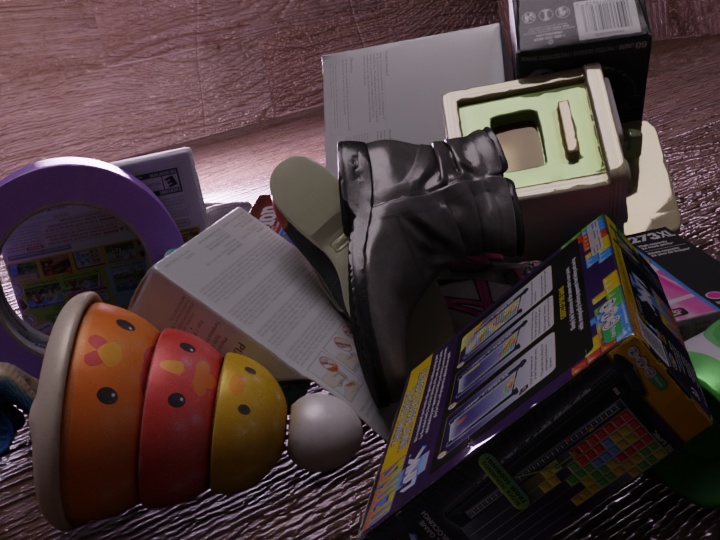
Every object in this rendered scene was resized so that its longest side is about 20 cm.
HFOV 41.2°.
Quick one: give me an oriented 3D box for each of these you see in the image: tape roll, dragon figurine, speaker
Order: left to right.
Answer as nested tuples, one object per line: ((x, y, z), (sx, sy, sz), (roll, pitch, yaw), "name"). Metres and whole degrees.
((-0.299, 0.118, 0.743), (0.198, 0.100, 0.059), (-31, 17, 2), "dragon figurine")
((-0.252, 0.005, 0.845), (0.197, 0.203, 0.066), (-15, 16, -14), "tape roll")
((0.240, 0.053, 0.520), (0.198, 0.090, 0.088), (-20, 17, -30), "speaker")

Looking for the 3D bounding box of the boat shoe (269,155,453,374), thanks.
((0.000, 0.000, 0.730), (0.071, 0.201, 0.063), (-37, -16, -12), "boat shoe")

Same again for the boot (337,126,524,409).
((0.054, -0.010, 0.664), (0.129, 0.203, 0.070), (-4, -19, -3), "boot")

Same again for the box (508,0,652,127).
((0.209, -0.192, 0.933), (0.120, 0.201, 0.108), (-5, 60, 9), "box")

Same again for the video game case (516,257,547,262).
((0.133, 0.007, 0.884), (0.179, 0.026, 0.199), (-18, 16, -22), "video game case")

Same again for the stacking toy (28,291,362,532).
((-0.096, 0.093, 0.608), (0.197, 0.149, 0.146), (4, 14, -5), "stacking toy")

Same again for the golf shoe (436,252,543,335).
((0.113, 0.033, 0.721), (0.199, 0.093, 0.072), (27, 22, 33), "golf shoe")

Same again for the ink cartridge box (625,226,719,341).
((0.225, 0.007, 0.750), (0.093, 0.038, 0.200), (-13, 21, -9), "ink cartridge box")

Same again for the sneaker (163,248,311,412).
((-0.108, 0.065, 0.779), (0.077, 0.092, 0.200), (7, 24, -40), "sneaker")

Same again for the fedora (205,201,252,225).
((-0.191, -0.032, 1.143), (0.198, 0.092, 0.176), (-23, 18, -35), "fedora")

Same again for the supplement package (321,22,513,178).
((0.074, -0.135, 1.048), (0.197, 0.194, 0.147), (-7, -15, 15), "supplement package")

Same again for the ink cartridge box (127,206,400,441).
((-0.051, 0.045, 0.714), (0.048, 0.199, 0.160), (-54, -2, 23), "ink cartridge box")

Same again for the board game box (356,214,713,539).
((0.088, 0.065, 0.505), (0.165, 0.057, 0.200), (-43, 6, 20), "board game box")

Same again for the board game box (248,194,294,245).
((-0.078, -0.016, 0.914), (0.101, 0.020, 0.201), (-5, 35, 18), "board game box")

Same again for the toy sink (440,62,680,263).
((0.179, -0.096, 0.854), (0.197, 0.112, 0.132), (-8, 59, 8), "toy sink")

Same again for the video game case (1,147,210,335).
((-0.237, -0.009, 0.917), (0.197, 0.185, 0.023), (-11, 18, 1), "video game case")
